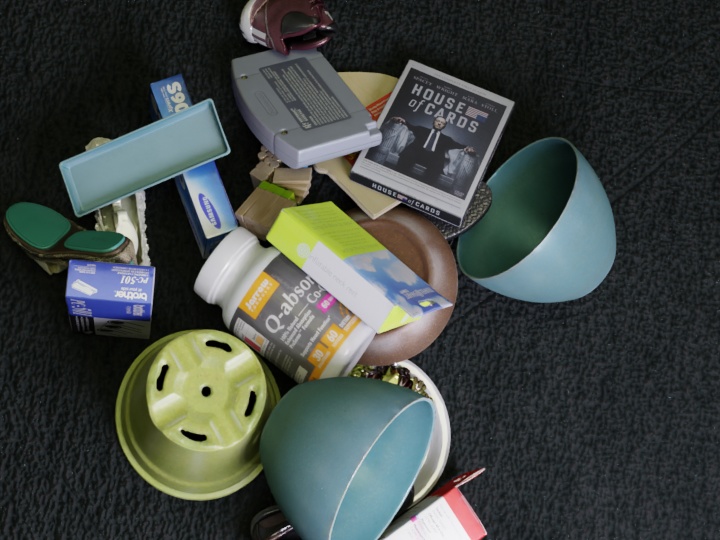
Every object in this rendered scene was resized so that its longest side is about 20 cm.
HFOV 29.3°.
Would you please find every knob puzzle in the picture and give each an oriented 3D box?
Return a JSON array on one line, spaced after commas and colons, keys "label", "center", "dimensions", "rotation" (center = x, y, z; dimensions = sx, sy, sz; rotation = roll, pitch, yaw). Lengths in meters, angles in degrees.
[{"label": "knob puzzle", "center": [0.015, -0.171, 1.725], "dimensions": [0.216, 0.031, 0.222], "rotation": [5, 58, -8]}]

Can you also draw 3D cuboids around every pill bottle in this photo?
[{"label": "pill bottle", "center": [-0.087, 0.046, 1.583], "dimensions": [0.199, 0.117, 0.117], "rotation": [36, 73, 7]}]

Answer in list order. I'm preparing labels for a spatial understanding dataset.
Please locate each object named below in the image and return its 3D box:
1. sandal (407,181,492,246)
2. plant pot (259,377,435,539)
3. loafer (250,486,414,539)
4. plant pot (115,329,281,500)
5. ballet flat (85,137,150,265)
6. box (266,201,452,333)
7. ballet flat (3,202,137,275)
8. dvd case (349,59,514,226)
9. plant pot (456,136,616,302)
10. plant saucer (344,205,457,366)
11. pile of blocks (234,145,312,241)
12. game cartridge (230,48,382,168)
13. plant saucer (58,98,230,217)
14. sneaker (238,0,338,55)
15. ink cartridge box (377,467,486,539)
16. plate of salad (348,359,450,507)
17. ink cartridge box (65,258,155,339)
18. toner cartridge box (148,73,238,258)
[{"label": "sandal", "center": [0.077, -0.045, 1.703], "dimensions": [0.199, 0.045, 0.075], "rotation": [-39, 68, 2]}, {"label": "plant pot", "center": [-0.028, 0.194, 1.475], "dimensions": [0.134, 0.201, 0.201], "rotation": [29, 72, 22]}, {"label": "loafer", "center": [-0.028, 0.289, 1.579], "dimensions": [0.197, 0.063, 0.073], "rotation": [-16, 108, -3]}, {"label": "plant pot", "center": [-0.177, 0.147, 1.542], "dimensions": [0.197, 0.184, 0.203], "rotation": [2, 75, -9]}, {"label": "ballet flat", "center": [-0.285, -0.073, 1.640], "dimensions": [0.071, 0.072, 0.203], "rotation": [-12, 78, -12]}, {"label": "box", "center": [0.000, 0.000, 1.578], "dimensions": [0.199, 0.122, 0.048], "rotation": [40, 112, 17]}, {"label": "ballet flat", "center": [-0.338, -0.021, 1.603], "dimensions": [0.198, 0.076, 0.068], "rotation": [16, 44, 32]}, {"label": "dvd case", "center": [0.091, -0.161, 1.698], "dimensions": [0.149, 0.025, 0.201], "rotation": [23, 58, 6]}, {"label": "plant pot", "center": [0.233, -0.041, 1.670], "dimensions": [0.134, 0.199, 0.202], "rotation": [35, 72, -25]}, {"label": "plant saucer", "center": [0.018, 0.012, 1.654], "dimensions": [0.197, 0.037, 0.203], "rotation": [-2, 76, 8]}, {"label": "pile of blocks", "center": [-0.091, -0.109, 1.662], "dimensions": [0.081, 0.062, 0.202], "rotation": [2, 53, 12]}, {"label": "game cartridge", "center": [-0.076, -0.201, 1.668], "dimensions": [0.132, 0.042, 0.201], "rotation": [-20, 49, -18]}, {"label": "plant saucer", "center": [-0.250, -0.129, 1.599], "dimensions": [0.198, 0.019, 0.071], "rotation": [-22, 80, 5]}, {"label": "sneaker", "center": [-0.050, -0.343, 1.723], "dimensions": [0.115, 0.076, 0.200], "rotation": [36, 81, 31]}, {"label": "ink cartridge box", "center": [0.069, 0.311, 1.579], "dimensions": [0.199, 0.116, 0.068], "rotation": [-33, 85, -15]}, {"label": "plate of salad", "center": [0.013, 0.191, 1.635], "dimensions": [0.197, 0.048, 0.203], "rotation": [2, 76, -8]}, {"label": "ink cartridge box", "center": [-0.280, 0.035, 1.543], "dimensions": [0.093, 0.200, 0.045], "rotation": [5, 75, -8]}, {"label": "toner cartridge box", "center": [-0.202, -0.124, 1.651], "dimensions": [0.043, 0.095, 0.202], "rotation": [-19, 80, -12]}]
